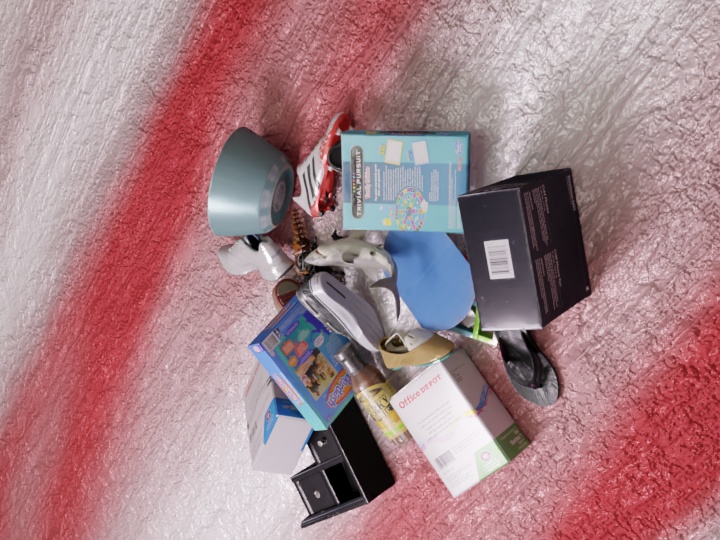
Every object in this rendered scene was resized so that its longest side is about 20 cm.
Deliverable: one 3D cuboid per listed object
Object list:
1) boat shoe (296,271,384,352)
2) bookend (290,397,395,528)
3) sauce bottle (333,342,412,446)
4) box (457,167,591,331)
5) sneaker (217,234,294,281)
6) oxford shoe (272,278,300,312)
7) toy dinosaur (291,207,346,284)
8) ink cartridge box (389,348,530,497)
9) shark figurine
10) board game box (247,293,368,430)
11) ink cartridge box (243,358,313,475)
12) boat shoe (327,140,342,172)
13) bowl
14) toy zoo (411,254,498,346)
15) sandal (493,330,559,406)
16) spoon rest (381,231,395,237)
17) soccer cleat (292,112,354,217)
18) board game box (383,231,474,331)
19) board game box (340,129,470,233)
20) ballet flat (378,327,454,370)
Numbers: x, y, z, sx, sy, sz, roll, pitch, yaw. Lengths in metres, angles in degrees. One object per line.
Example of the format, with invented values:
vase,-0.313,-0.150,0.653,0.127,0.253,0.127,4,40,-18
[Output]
boat shoe,-0.034,0.076,1.644,0.070,0.073,0.200,-23,124,32
bookend,-0.066,0.360,1.783,0.198,0.092,0.202,-30,83,39
sauce bottle,0.026,0.218,1.660,0.065,0.065,0.201,-34,97,38
box,0.244,-0.033,1.370,0.103,0.181,0.203,-5,100,38
sneaker,-0.206,-0.038,1.759,0.199,0.075,0.088,5,133,45
oxford shoe,-0.102,0.108,1.767,0.202,0.070,0.075,61,160,0
toy dinosaur,-0.083,-0.010,1.691,0.200,0.102,0.135,49,147,-11
ink cartridge box,0.165,0.256,1.579,0.145,0.084,0.201,-43,76,37
shark figurine,0.021,-0.001,1.568,0.214,0.128,0.090,28,146,43
board game box,-0.085,0.158,1.659,0.045,0.152,0.201,-18,113,52
ink cartridge box,-0.156,0.258,1.763,0.201,0.083,0.147,-106,34,-52
boat shoe,0.037,-0.191,1.513,0.197,0.068,0.073,2,90,15
bowl,-0.186,-0.148,1.680,0.104,0.201,0.203,15,114,12
toy zoo,0.154,0.035,1.563,0.198,0.020,0.133,19,114,32
sandal,0.250,0.132,1.487,0.075,0.048,0.202,-25,95,28
spoon rest,0.038,-0.129,1.590,0.200,0.061,0.099,49,129,-1
soccer cleat,-0.070,-0.189,1.640,0.085,0.068,0.202,31,124,25
board game box,0.120,-0.001,1.543,0.201,0.039,0.158,55,133,19
board game box,0.071,-0.140,1.457,0.197,0.047,0.153,3,106,12
ballet flat,0.085,0.130,1.578,0.063,0.068,0.199,58,150,-5
